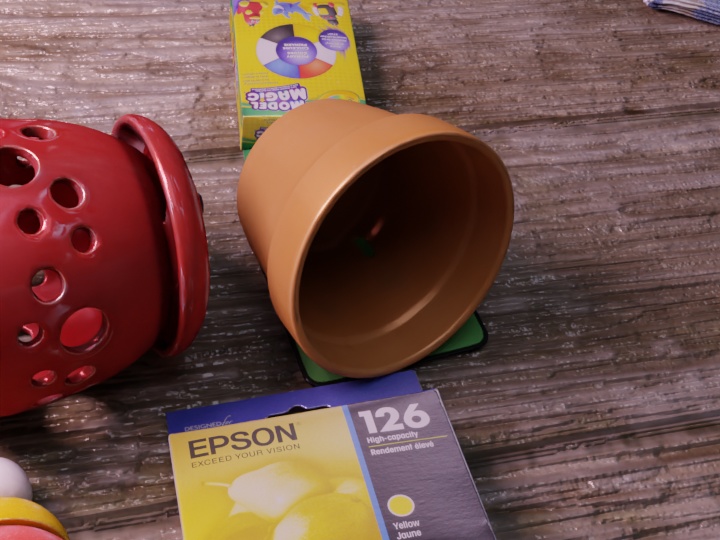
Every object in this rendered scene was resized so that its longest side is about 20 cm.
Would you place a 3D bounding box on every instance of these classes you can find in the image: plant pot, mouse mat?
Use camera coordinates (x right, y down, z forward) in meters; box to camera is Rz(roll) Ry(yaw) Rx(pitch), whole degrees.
[{"bbox_3d":[-0.211,-0.009,0.818,0.181,0.201,0.201,-10,53,-25],"label":"plant pot"},{"bbox_3d":[0.000,0.000,0.963,0.160,0.008,0.201,-12,56,-18],"label":"mouse mat"},{"bbox_3d":[-0.003,-0.041,0.881,0.199,0.201,0.140,-24,43,-26],"label":"plant pot"}]

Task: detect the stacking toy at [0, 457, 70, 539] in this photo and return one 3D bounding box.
[{"bbox_3d":[-0.221,0.194,0.721,0.145,0.147,0.200,-9,34,-16],"label":"stacking toy"}]

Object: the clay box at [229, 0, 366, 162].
[{"bbox_3d":[-0.058,-0.177,1.069,0.114,0.048,0.201,-2,51,-10],"label":"clay box"}]

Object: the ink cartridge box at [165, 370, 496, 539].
[{"bbox_3d":[-0.028,0.138,0.790,0.196,0.047,0.201,-9,42,-11],"label":"ink cartridge box"}]

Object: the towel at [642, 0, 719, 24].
[{"bbox_3d":[0.406,-0.309,1.266,0.198,0.024,0.148,14,49,0],"label":"towel"}]
